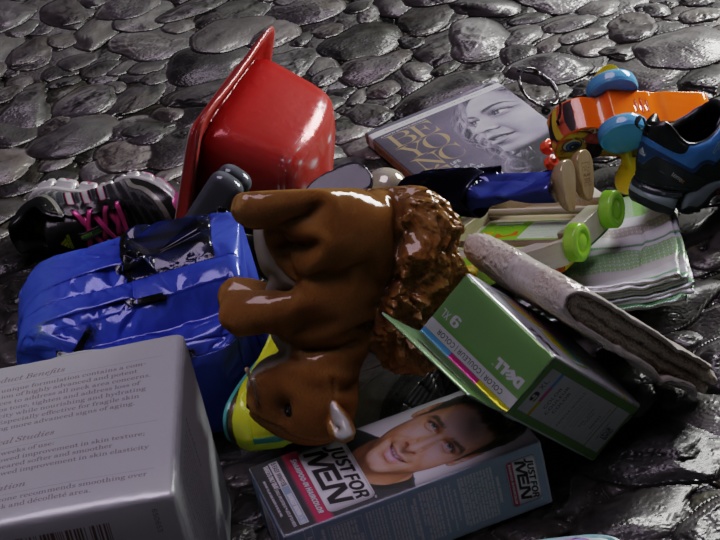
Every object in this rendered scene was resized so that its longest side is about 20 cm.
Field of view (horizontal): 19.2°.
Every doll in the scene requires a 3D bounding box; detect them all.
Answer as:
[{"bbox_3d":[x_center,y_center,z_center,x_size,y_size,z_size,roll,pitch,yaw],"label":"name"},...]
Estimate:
[{"bbox_3d":[0.094,-0.069,1.790,0.200,0.049,0.136,-3,12,28],"label":"doll"}]

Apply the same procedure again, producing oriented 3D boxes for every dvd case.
[{"bbox_3d":[0.110,-0.119,2.041,0.148,0.016,0.200,-23,31,-14],"label":"dvd case"}]

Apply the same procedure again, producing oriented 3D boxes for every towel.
[{"bbox_3d":[0.174,0.036,1.615,0.132,0.200,0.035,31,91,50],"label":"towel"},{"bbox_3d":[0.201,-0.017,1.805,0.149,0.031,0.200,-8,25,7],"label":"towel"}]

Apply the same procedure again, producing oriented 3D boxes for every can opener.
[{"bbox_3d":[-0.167,-0.012,1.842,0.200,0.066,0.053,-51,2,21],"label":"can opener"}]

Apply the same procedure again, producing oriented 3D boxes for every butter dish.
[{"bbox_3d":[-0.074,-0.085,1.934,0.148,0.200,0.200,20,38,8],"label":"butter dish"}]

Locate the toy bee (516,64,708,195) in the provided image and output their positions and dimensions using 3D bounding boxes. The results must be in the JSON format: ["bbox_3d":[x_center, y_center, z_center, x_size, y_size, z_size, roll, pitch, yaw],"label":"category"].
[{"bbox_3d":[0.214,-0.135,1.941,0.200,0.109,0.131,23,51,-12],"label":"toy bee"}]

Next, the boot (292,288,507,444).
[{"bbox_3d":[0.029,0.073,1.716,0.130,0.068,0.200,4,33,37],"label":"boot"}]

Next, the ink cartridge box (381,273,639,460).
[{"bbox_3d":[0.112,0.065,1.547,0.059,0.200,0.104,-51,54,8],"label":"ink cartridge box"}]

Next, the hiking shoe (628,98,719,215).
[{"bbox_3d":[0.324,-0.106,1.844,0.200,0.087,0.074,-14,29,-29],"label":"hiking shoe"}]

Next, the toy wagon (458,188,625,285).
[{"bbox_3d":[0.123,-0.024,1.780,0.155,0.040,0.200,-1,24,34],"label":"toy wagon"}]

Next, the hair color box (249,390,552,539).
[{"bbox_3d":[0.029,0.158,1.573,0.200,0.061,0.099,-19,30,-10],"label":"hair color box"}]

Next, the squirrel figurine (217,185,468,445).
[{"bbox_3d":[-0.007,0.034,1.572,0.199,0.187,0.142,-3,0,-11],"label":"squirrel figurine"}]

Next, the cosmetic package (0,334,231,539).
[{"bbox_3d":[-0.189,0.177,1.526,0.167,0.167,0.200,-11,31,5],"label":"cosmetic package"}]

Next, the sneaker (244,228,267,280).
[{"bbox_3d":[-0.007,-0.021,1.839,0.199,0.104,0.060,-15,30,-2],"label":"sneaker"}]

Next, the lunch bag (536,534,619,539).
[{"bbox_3d":[0.118,0.257,1.358,0.160,0.077,0.200,-9,31,6],"label":"lunch bag"}]

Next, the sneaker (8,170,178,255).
[{"bbox_3d":[-0.253,-0.043,2.011,0.200,0.074,0.087,2,33,34],"label":"sneaker"}]

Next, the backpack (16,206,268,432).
[{"bbox_3d":[-0.180,0.057,1.726,0.199,0.163,0.168,-10,34,4],"label":"backpack"}]

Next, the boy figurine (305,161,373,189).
[{"bbox_3d":[0.000,0.000,1.739,0.064,0.200,0.124,-33,62,-12],"label":"boy figurine"}]

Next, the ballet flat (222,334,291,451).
[{"bbox_3d":[-0.048,0.067,1.683,0.067,0.067,0.200,-1,40,21],"label":"ballet flat"}]
